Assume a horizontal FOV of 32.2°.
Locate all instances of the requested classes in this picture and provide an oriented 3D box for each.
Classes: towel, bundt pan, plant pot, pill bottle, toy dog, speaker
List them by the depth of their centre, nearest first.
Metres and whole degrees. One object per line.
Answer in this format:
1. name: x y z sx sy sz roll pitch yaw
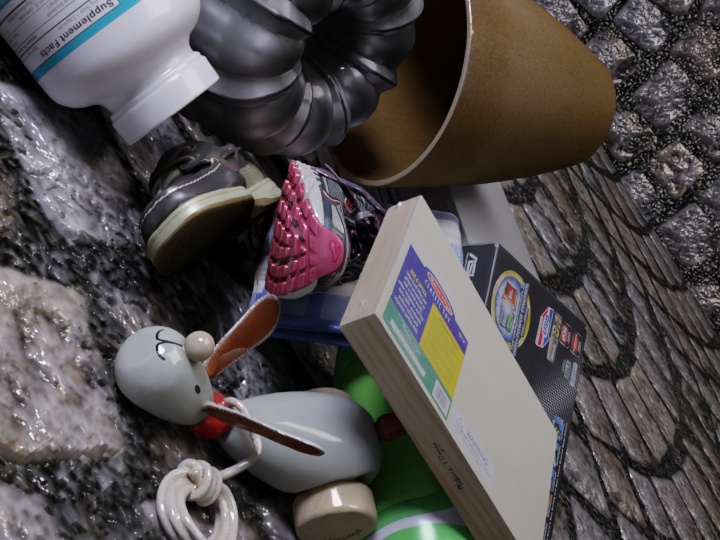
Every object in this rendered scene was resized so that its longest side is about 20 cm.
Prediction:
1. toy dog: -0.036 0.081 0.700 0.200 0.096 0.132 19 42 -61
2. pill bottle: -0.170 -0.175 0.738 0.200 0.111 0.111 54 20 -13
3. speaker: 0.030 0.121 0.813 0.088 0.088 0.200 43 25 -36
4. bundt pan: -0.034 -0.161 0.849 0.076 0.202 0.202 38 8 30
5. towel: 0.000 0.000 0.887 0.200 0.146 0.024 -83 180 -62
6. plant pot: 0.098 -0.144 0.985 0.199 0.186 0.187 8 49 -36

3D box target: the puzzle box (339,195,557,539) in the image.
1. puzzle box: 0.060 0.069 0.750 0.200 0.025 0.133 59 28 -21

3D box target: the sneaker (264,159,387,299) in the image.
1. sneaker: -0.016 -0.026 0.778 0.074 0.081 0.200 11 8 -1

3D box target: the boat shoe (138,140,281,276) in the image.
1. boat shoe: -0.103 -0.047 0.780 0.066 0.072 0.201 49 12 1

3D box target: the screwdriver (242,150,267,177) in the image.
1. screwdriver: -0.110 -0.134 0.933 0.200 0.029 0.028 52 19 0

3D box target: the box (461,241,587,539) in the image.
1. box: 0.107 0.102 0.959 0.160 0.044 0.201 39 57 -45

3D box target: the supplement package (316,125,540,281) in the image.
1. supplement package: 0.065 -0.032 1.098 0.156 0.111 0.200 37 29 -46
